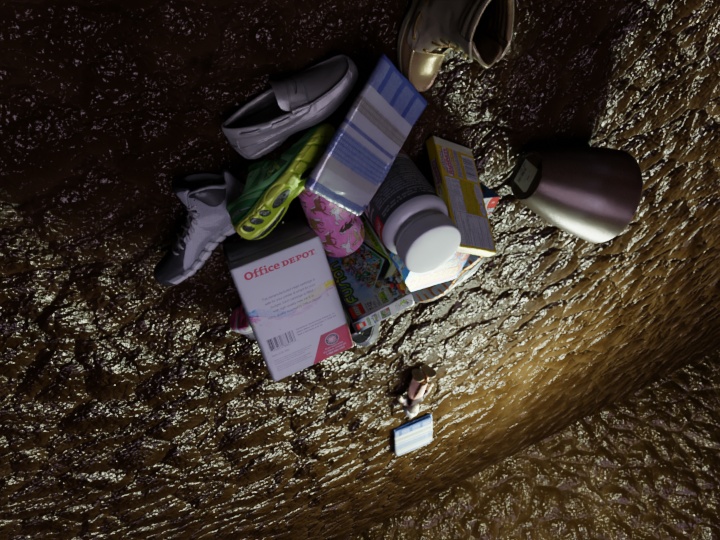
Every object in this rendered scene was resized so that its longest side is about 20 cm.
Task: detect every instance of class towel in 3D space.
[{"bbox_3d":[0.010,-0.179,0.760,0.201,0.024,0.146,-58,151,9],"label":"towel"},{"bbox_3d":[0.179,0.560,1.844,0.145,0.024,0.201,-20,140,-10],"label":"towel"}]

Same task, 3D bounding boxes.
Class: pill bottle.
[{"bbox_3d":[0.068,-0.099,0.865,0.113,0.201,0.115,-18,142,-15],"label":"pill bottle"}]

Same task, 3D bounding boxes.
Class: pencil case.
[{"bbox_3d":[-0.050,-0.109,0.873,0.082,0.087,0.201,-8,145,10],"label":"pencil case"}]

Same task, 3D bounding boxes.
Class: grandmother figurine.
[{"bbox_3d":[0.159,0.359,1.573,0.120,0.061,0.202,-7,135,-15],"label":"grandmother figurine"}]

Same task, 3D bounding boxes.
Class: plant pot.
[{"bbox_3d":[0.400,-0.164,1.058,0.198,0.188,0.188,9,130,-22],"label":"plant pot"}]

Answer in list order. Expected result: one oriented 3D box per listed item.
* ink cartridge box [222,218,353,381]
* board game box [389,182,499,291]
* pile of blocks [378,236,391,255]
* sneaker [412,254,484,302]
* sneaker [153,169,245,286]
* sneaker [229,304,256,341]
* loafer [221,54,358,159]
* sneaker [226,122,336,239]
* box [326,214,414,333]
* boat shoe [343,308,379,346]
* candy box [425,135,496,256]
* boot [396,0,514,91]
[{"bbox_3d":[-0.120,0.040,0.884,0.144,0.145,0.202,-21,113,-13],"label":"ink cartridge box"},{"bbox_3d":[0.151,-0.064,1.025,0.199,0.056,0.197,-13,135,-45],"label":"board game box"},{"bbox_3d":[0.055,-0.025,1.056,0.081,0.062,0.201,5,131,-37],"label":"pile of blocks"},{"bbox_3d":[0.194,0.008,1.182,0.199,0.079,0.077,-35,156,12],"label":"sneaker"},{"bbox_3d":[-0.253,-0.074,0.794,0.200,0.075,0.116,-42,138,-1],"label":"sneaker"},{"bbox_3d":[-0.144,0.075,1.031,0.198,0.074,0.088,-26,146,-1],"label":"sneaker"},{"bbox_3d":[-0.094,-0.224,0.722,0.199,0.070,0.070,-35,151,6],"label":"loafer"},{"bbox_3d":[-0.113,-0.137,0.754,0.200,0.084,0.074,-46,158,-2],"label":"sneaker"},{"bbox_3d":[0.000,0.000,0.932,0.109,0.201,0.035,-26,143,-5],"label":"box"},{"bbox_3d":[-0.002,0.032,0.977,0.070,0.202,0.064,-17,147,25],"label":"boat shoe"},{"bbox_3d":[0.169,-0.124,0.914,0.101,0.203,0.026,6,157,-37],"label":"candy box"},{"bbox_3d":[0.120,-0.298,0.708,0.072,0.156,0.201,-11,142,-25],"label":"boot"}]
